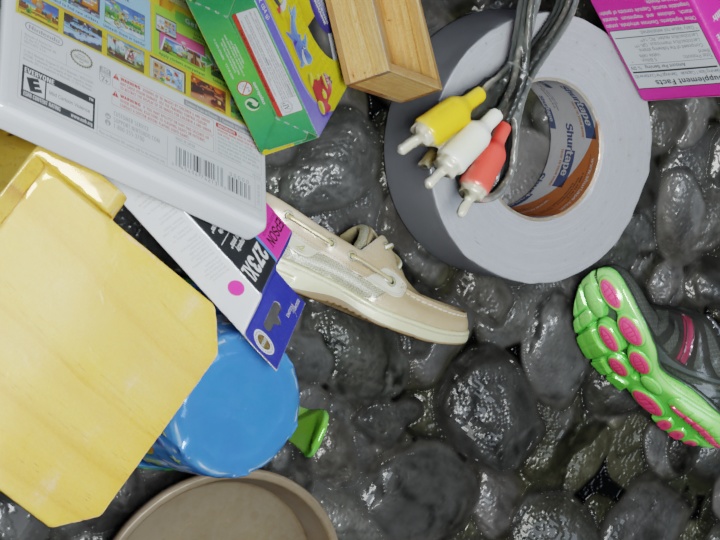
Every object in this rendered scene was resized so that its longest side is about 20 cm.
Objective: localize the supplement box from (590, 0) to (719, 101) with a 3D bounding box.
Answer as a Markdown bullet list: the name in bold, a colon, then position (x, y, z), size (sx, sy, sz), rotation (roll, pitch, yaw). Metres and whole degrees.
- **supplement box**: position (0.222, -0.231, 1.387), size (0.101, 0.103, 0.200), rotation (-46, 118, -27)

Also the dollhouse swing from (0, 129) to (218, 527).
- **dollhouse swing**: position (-0.224, 0.031, 1.206), size (0.200, 0.182, 0.176), rotation (-55, 131, -11)

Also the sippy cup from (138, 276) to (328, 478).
- **sippy cup**: position (-0.109, 0.078, 1.292), size (0.178, 0.130, 0.140), rotation (-17, 106, -27)

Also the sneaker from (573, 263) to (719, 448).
- **sneaker**: position (0.238, 0.059, 1.535), size (0.200, 0.077, 0.084), rotation (48, 57, -31)

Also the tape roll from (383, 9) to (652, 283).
- **tape roll**: position (0.118, -0.092, 1.435), size (0.200, 0.066, 0.201), rotation (-5, 100, -29)

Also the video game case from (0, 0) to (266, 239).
- **video game case**: position (-0.140, -0.131, 1.190), size (0.200, 0.023, 0.182), rotation (24, 49, -36)

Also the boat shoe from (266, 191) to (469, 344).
- **boat shoe**: position (0.000, 0.000, 1.379), size (0.200, 0.072, 0.065), rotation (22, 88, -26)

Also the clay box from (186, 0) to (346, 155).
- **clay box**: position (-0.044, -0.172, 1.269), size (0.115, 0.048, 0.200), rotation (64, 25, -23)

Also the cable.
- **cable**: position (0.108, -0.124, 1.355), size (0.200, 0.050, 0.097), rotation (-50, 119, -12)

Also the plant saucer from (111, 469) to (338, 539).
- **plant saucer**: position (-0.105, 0.229, 1.364), size (0.200, 0.029, 0.200), rotation (-10, 111, -27)

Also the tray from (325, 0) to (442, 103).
- **tray**: position (-0.001, -0.217, 1.294), size (0.099, 0.037, 0.200), rotation (5, 69, -67)

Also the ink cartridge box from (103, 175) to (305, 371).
- **ink cartridge box**: position (-0.099, -0.036, 1.232), size (0.037, 0.095, 0.200), rotation (-33, 106, 24)
